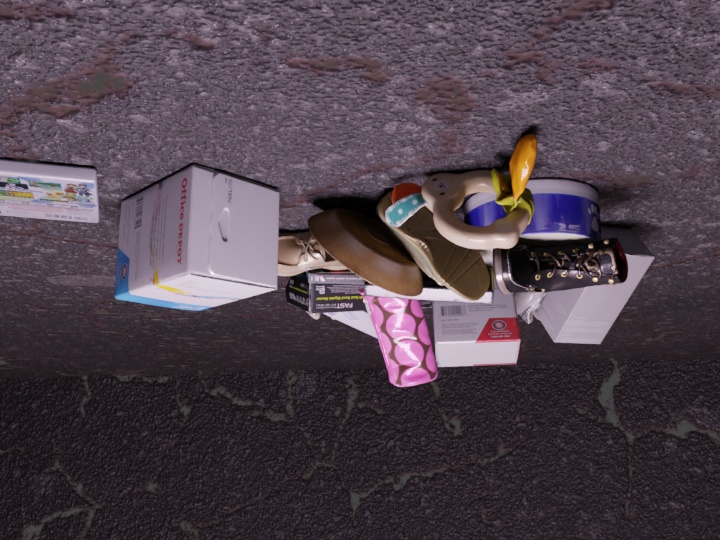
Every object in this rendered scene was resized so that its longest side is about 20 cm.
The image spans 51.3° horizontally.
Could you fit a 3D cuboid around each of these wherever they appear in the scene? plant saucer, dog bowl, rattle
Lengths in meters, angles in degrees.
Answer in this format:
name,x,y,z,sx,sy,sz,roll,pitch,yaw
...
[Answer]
name,x,y,z,sx,sy,sz,roll,pitch,yaw
plant saucer,0.016,-0.037,1.099,0.199,0.200,0.036,13,117,-44
dog bowl,0.253,-0.064,1.112,0.197,0.080,0.200,-1,166,0
rattle,0.116,-0.112,0.945,0.198,0.131,0.143,22,164,24

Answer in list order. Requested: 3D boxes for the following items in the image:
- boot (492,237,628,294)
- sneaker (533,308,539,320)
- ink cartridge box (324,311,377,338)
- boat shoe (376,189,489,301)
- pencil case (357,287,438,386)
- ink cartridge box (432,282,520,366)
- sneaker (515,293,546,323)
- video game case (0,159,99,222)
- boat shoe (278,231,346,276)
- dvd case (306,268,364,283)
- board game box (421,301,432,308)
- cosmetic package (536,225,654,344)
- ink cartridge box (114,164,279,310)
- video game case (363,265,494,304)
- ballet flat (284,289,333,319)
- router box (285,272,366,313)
name,x,y,z,sx,sy,sz,roll,pitch,yaw
boot,0.274,-0.007,1.025,0.149,0.074,0.199,-8,168,30
sneaker,0.283,0.041,1.453,0.198,0.088,0.075,19,165,-1
ink cartridge box,-0.001,0.088,1.554,0.198,0.045,0.094,25,-167,-12
boat shoe,0.103,-0.034,1.084,0.200,0.073,0.063,40,169,-4
pencil case,0.065,0.103,1.268,0.093,0.202,0.090,-25,-165,-24
ink cartridge box,0.198,0.062,1.332,0.142,0.202,0.084,-2,143,4
sneaker,0.368,0.020,1.367,0.199,0.081,0.076,-33,162,27
video game case,-0.458,-0.108,1.014,0.197,0.022,0.182,4,165,-17
boat shoe,-0.082,-0.034,1.242,0.198,0.073,0.065,0,162,-28
dvd case,0.000,0.000,1.357,0.197,0.022,0.146,-1,-169,-8
board game box,0.114,0.059,1.578,0.134,0.029,0.200,-8,-177,15
cosmetic package,0.394,0.026,1.274,0.106,0.091,0.202,6,124,-22
ink cartridge box,-0.229,-0.037,1.050,0.145,0.149,0.199,13,161,-42
video game case,0.115,-0.002,1.210,0.197,0.026,0.181,3,-154,8
ballet flat,-0.070,0.069,1.629,0.197,0.076,0.068,-4,175,11
router box,-0.028,0.037,1.414,0.197,0.063,0.150,-2,-173,-22
